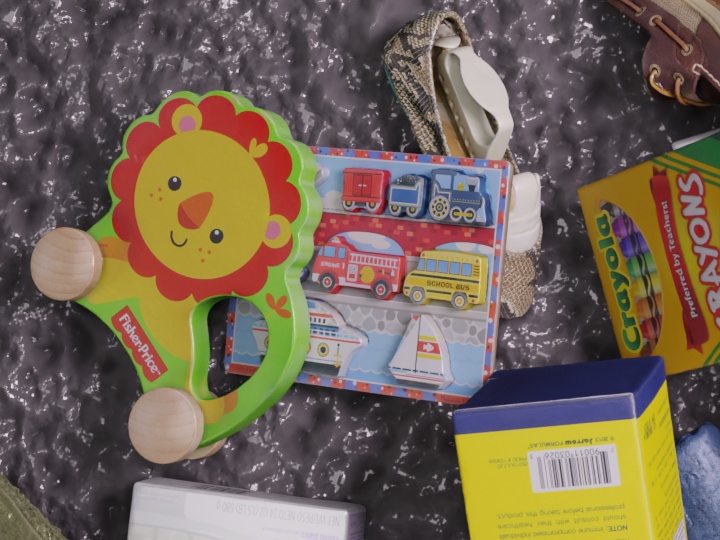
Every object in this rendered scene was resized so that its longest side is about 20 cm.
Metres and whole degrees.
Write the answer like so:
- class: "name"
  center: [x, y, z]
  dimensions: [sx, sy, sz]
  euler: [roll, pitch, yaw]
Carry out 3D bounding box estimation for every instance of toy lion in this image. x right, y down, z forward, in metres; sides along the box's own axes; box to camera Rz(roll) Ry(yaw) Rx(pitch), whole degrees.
- class: "toy lion"
  center: [-0.099, -0.005, 1.390]
  dimensions: [0.191, 0.069, 0.201]
  euler: [-36, 77, 14]

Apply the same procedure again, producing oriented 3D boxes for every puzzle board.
- class: "puzzle board"
  center: [0.000, 0.000, 1.372]
  dimensions: [0.199, 0.017, 0.152]
  euler: [6, 91, 33]

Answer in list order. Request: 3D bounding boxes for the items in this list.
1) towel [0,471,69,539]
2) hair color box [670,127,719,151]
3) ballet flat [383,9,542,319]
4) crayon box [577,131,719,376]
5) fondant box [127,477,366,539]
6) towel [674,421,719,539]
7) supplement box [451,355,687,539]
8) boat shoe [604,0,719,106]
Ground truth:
- class: "towel"
  center: [-0.249, 0.211, 1.418]
  dimensions: [0.200, 0.036, 0.149]
  euler: [39, 99, 25]
- class: "hair color box"
  center: [0.300, -0.058, 1.334]
  dimensions: [0.199, 0.061, 0.100]
  euler: [-17, 84, 10]
- class: "ballet flat"
  center: [0.074, -0.071, 1.367]
  dimensions: [0.075, 0.068, 0.201]
  euler: [-31, 77, 50]
- class: "crayon box"
  center: [0.199, -0.007, 1.288]
  dimensions: [0.051, 0.200, 0.128]
  euler: [-13, 85, -30]
- class: "fondant box"
  center: [-0.081, 0.241, 1.394]
  dimensions: [0.143, 0.058, 0.201]
  euler: [6, 89, 11]
- class: "towel"
  center: [0.228, 0.199, 1.326]
  dimensions: [0.112, 0.048, 0.201]
  euler: [-40, 80, 29]
- class: "supplement box"
  center: [0.129, 0.162, 1.270]
  dimensions: [0.109, 0.109, 0.201]
  euler: [-7, 97, 17]
- class: "boat shoe"
  center: [0.205, -0.128, 1.326]
  dimensions: [0.072, 0.072, 0.200]
  euler: [-44, 52, 16]
